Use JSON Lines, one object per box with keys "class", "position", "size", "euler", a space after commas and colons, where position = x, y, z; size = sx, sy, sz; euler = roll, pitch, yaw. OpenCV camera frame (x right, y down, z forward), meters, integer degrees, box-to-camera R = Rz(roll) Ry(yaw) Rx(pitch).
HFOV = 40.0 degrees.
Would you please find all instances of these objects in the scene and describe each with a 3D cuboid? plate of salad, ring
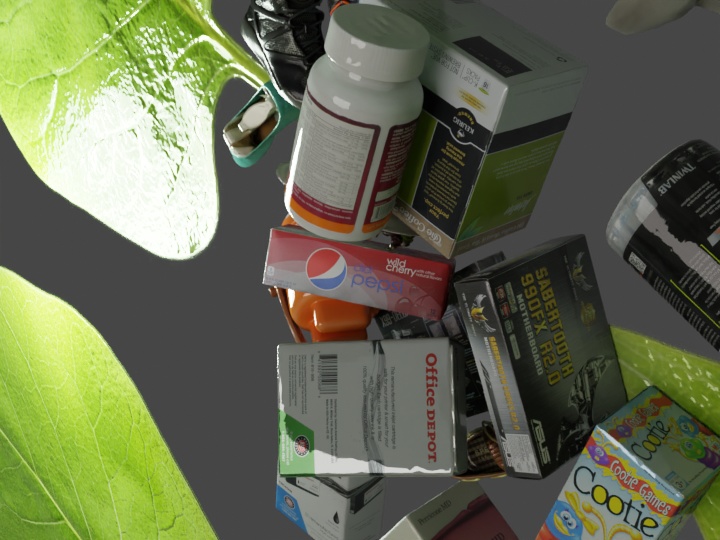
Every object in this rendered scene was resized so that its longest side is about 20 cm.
{"class": "plate of salad", "position": [0.000, -0.072, 1.086], "size": [0.200, 0.199, 0.048], "euler": [34, 113, 34]}
{"class": "ring", "position": [-0.075, 0.072, 1.267], "size": [0.019, 0.200, 0.202], "euler": [-22, 90, 5]}

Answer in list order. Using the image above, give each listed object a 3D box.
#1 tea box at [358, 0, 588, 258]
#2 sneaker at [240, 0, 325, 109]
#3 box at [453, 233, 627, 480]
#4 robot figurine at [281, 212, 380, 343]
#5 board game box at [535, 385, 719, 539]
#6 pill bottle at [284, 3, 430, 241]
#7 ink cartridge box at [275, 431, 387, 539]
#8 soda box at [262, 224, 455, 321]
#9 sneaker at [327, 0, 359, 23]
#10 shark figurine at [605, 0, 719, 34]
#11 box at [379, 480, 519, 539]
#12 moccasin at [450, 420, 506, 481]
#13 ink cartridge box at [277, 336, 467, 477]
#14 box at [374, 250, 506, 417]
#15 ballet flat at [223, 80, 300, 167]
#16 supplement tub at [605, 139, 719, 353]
{"class": "tea box", "position": [0.088, -0.157, 1.001], "size": [0.200, 0.133, 0.198], "euler": [42, 132, 29]}
{"class": "sneaker", "position": [-0.068, -0.273, 1.171], "size": [0.200, 0.076, 0.115], "euler": [56, 145, 23]}
{"class": "box", "position": [0.184, 0.082, 0.978], "size": [0.048, 0.158, 0.202], "euler": [-7, 100, 50]}
{"class": "robot figurine", "position": [-0.038, -0.003, 1.197], "size": [0.116, 0.144, 0.201], "euler": [-26, 55, 22]}
{"class": "board game box", "position": [0.267, 0.235, 0.993], "size": [0.103, 0.104, 0.201], "euler": [40, 133, 29]}
{"class": "pill bottle", "position": [-0.003, -0.136, 0.924], "size": [0.109, 0.109, 0.201], "euler": [40, 132, 30]}
{"class": "ink cartridge box", "position": [-0.040, 0.270, 1.365], "size": [0.144, 0.084, 0.202], "euler": [28, 125, 38]}
{"class": "soda box", "position": [0.000, 0.000, 1.070], "size": [0.198, 0.070, 0.064], "euler": [11, 98, 9]}
{"class": "sneaker", "position": [-0.006, -0.247, 1.110], "size": [0.075, 0.078, 0.202], "euler": [-5, 102, 48]}
{"class": "shark figurine", "position": [0.264, -0.278, 0.792], "size": [0.128, 0.089, 0.216], "euler": [32, 129, 34]}
{"class": "box", "position": [0.129, 0.372, 1.188], "size": [0.200, 0.127, 0.109], "euler": [53, 137, 17]}
{"class": "moccasin", "position": [0.165, 0.193, 1.109], "size": [0.201, 0.077, 0.074], "euler": [-27, 86, 50]}
{"class": "ink cartridge box", "position": [0.015, 0.151, 1.082], "size": [0.198, 0.083, 0.148], "euler": [-3, 82, 18]}
{"class": "box", "position": [0.116, 0.086, 1.139], "size": [0.200, 0.050, 0.159], "euler": [-30, 83, 50]}
{"class": "ballet flat", "position": [-0.141, -0.192, 1.290], "size": [0.200, 0.070, 0.068], "euler": [-35, 80, 50]}
{"class": "supplement tub", "position": [0.314, -0.003, 0.825], "size": [0.200, 0.122, 0.123], "euler": [49, 136, 22]}
